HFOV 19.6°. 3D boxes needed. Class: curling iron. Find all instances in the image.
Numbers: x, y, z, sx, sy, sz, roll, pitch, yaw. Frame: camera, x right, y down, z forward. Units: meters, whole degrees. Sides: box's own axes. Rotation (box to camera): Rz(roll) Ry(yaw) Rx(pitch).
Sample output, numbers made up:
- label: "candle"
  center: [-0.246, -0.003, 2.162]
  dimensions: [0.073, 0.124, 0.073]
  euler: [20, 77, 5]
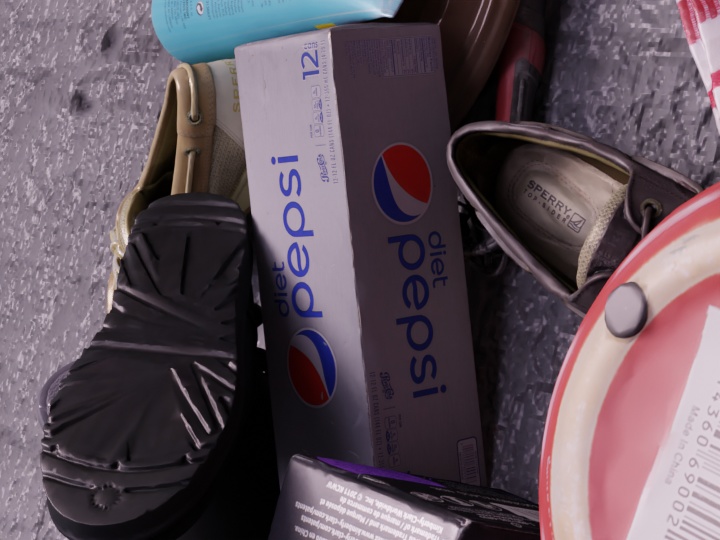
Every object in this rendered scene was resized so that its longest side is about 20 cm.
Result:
- label: "curling iron"
  center: [0.061, -0.097, 0.901]
  dimensions: [0.049, 0.025, 0.201]
  euler: [-1, 77, 47]

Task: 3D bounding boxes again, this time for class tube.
- label: "tube"
  center: [-0.027, -0.131, 0.938]
  dimensions: [0.200, 0.050, 0.078]
  euler: [-6, 58, 57]

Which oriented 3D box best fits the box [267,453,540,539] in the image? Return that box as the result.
- label: "box"
  center: [0.022, 0.183, 0.783]
  dimensions: [0.106, 0.122, 0.201]
  euler: [16, 91, 50]

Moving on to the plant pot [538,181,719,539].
- label: "plant pot"
  center: [0.168, 0.070, 0.600]
  dimensions: [0.200, 0.182, 0.202]
  euler: [-16, 68, 45]

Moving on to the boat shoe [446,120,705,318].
- label: "boat shoe"
  center: [0.105, -0.003, 0.781]
  dimensions: [0.200, 0.065, 0.074]
  euler: [28, 97, 45]

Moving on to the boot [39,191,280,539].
- label: "boot"
  center: [-0.072, 0.083, 0.874]
  dimensions: [0.199, 0.073, 0.163]
  euler: [-80, -13, -48]

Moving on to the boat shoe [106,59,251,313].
- label: "boat shoe"
  center: [-0.093, -0.032, 1.013]
  dimensions: [0.201, 0.063, 0.074]
  euler: [-51, 44, 49]

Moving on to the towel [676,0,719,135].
- label: "towel"
  center: [0.172, -0.141, 0.785]
  dimensions: [0.144, 0.023, 0.201]
  euler: [-37, 52, 37]

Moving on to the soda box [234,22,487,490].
- label: "soda box"
  center: [0.000, 0.000, 0.871]
  dimensions: [0.068, 0.063, 0.201]
  euler: [-3, 95, 50]

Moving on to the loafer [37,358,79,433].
- label: "loafer"
  center: [-0.098, 0.125, 1.009]
  dimensions: [0.072, 0.063, 0.200]
  euler: [-26, 49, -8]

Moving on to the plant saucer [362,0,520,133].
- label: "plant saucer"
  center: [0.011, -0.137, 0.950]
  dimensions: [0.200, 0.029, 0.201]
  euler: [-34, 49, 50]
